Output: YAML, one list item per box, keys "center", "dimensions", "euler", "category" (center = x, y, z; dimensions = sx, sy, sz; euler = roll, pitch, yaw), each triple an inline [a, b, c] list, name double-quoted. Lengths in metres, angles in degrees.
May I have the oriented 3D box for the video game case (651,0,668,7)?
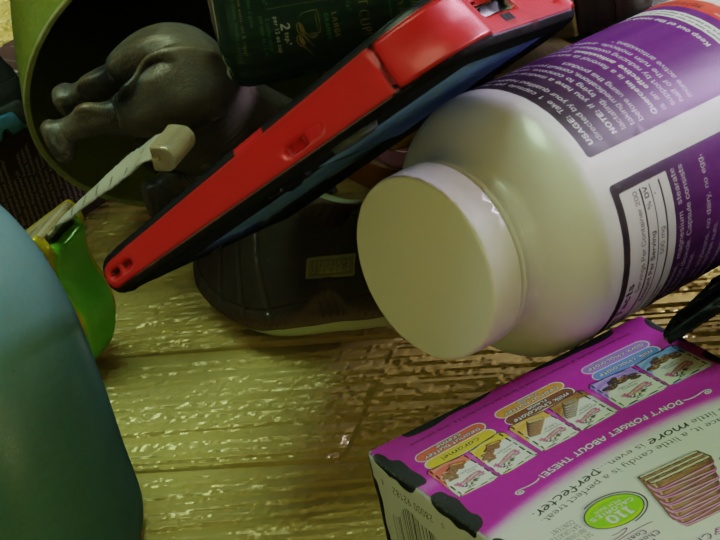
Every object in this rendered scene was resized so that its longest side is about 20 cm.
- center: [0.117, -0.187, 1.257]
  dimensions: [0.180, 0.026, 0.200]
  euler: [17, 34, 17]
  category: "video game case"

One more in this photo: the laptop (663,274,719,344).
- center: [0.239, 0.003, 1.002]
  dimensions: [0.200, 0.104, 0.177]
  euler: [-34, -4, 14]
  category: "laptop"

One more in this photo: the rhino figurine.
- center: [-0.071, -0.064, 1.218]
  dimensions: [0.087, 0.200, 0.060]
  euler: [-27, 64, 18]
  category: "rhino figurine"

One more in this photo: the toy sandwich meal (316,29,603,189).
- center: [0.071, -0.097, 1.194]
  dimensions: [0.204, 0.071, 0.206]
  euler: [-11, 30, 6]
  category: "toy sandwich meal"

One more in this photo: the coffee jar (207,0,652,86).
- center: [0.031, -0.147, 1.123]
  dimensions: [0.199, 0.105, 0.085]
  euler: [-8, 8, 6]
  category: "coffee jar"

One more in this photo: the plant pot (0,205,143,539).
- center: [-0.199, 0.051, 1.018]
  dimensions: [0.199, 0.162, 0.201]
  euler: [-5, 33, 4]
  category: "plant pot"

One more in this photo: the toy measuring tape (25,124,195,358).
- center: [-0.126, 0.004, 1.159]
  dimensions: [0.200, 0.074, 0.074]
  euler: [-33, 13, 39]
  category: "toy measuring tape"

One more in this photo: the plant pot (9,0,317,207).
- center: [-0.107, -0.168, 1.295]
  dimensions: [0.186, 0.188, 0.201]
  euler: [-19, 50, -7]
  category: "plant pot"

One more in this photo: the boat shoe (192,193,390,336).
- center: [0.000, 0.000, 1.159]
  dimensions: [0.076, 0.072, 0.200]
  euler: [8, 0, -37]
  category: "boat shoe"

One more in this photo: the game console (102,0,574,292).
- center: [-0.002, -0.057, 1.014]
  dimensions: [0.177, 0.031, 0.200]
  euler: [-39, -4, 20]
  category: "game console"

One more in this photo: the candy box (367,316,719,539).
- center: [0.112, 0.097, 0.910]
  dimensions: [0.136, 0.061, 0.200]
  euler: [-25, 28, -22]
  category: "candy box"

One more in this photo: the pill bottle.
- center: [0.095, -0.036, 1.033]
  dimensions: [0.199, 0.113, 0.112]
  euler: [-26, 28, -37]
  category: "pill bottle"

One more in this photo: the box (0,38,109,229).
- center: [-0.213, -0.049, 1.340]
  dimensions: [0.100, 0.075, 0.200]
  euler: [12, 39, 40]
  category: "box"

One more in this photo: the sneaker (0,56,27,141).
- center: [-0.238, -0.122, 1.314]
  dimensions: [0.073, 0.082, 0.200]
  euler: [-24, 36, -26]
  category: "sneaker"
